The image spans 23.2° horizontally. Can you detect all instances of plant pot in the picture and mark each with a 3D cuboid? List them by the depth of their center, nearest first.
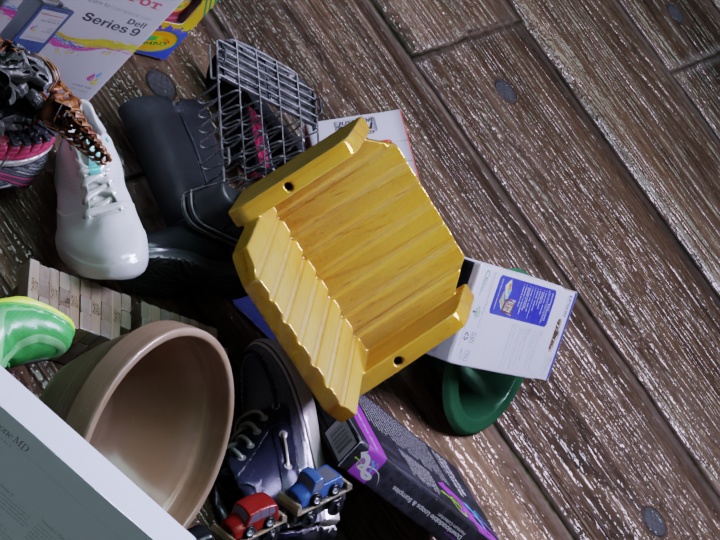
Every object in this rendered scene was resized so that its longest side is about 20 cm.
[{"bbox_3d":[-0.192,0.127,1.368,0.092,0.202,0.201,19,25,27],"label":"plant pot"}]

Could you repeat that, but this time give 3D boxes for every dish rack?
[{"bbox_3d":[-0.095,-0.114,1.638,0.153,0.054,0.201,25,50,-43],"label":"dish rack"}]

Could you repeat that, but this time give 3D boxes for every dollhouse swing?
[{"bbox_3d":[0.000,0.000,1.497,0.200,0.181,0.176,58,-3,-13],"label":"dollhouse swing"}]

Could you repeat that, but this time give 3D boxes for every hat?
[{"bbox_3d":[0.072,0.047,1.801,0.176,0.201,0.166,20,-3,32],"label":"hat"}]

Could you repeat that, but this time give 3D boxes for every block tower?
[{"bbox_3d":[-0.208,0.056,1.483,0.200,0.058,0.054,24,43,-34],"label":"block tower"}]

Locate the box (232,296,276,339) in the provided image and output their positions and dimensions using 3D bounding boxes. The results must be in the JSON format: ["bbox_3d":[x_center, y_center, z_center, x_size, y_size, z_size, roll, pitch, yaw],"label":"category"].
[{"bbox_3d":[-0.040,0.012,1.721,0.121,0.032,0.200,44,37,-9],"label":"box"}]

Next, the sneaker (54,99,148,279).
[{"bbox_3d":[-0.229,-0.072,1.500,0.075,0.089,0.200,-7,38,-18],"label":"sneaker"}]

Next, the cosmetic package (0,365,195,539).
[{"bbox_3d":[-0.241,0.184,1.250,0.200,0.151,0.052,44,19,-10],"label":"cosmetic package"}]

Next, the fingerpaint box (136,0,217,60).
[{"bbox_3d":[-0.228,-0.296,1.674,0.199,0.167,0.074,11,50,-43],"label":"fingerpaint box"}]

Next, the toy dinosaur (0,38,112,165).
[{"bbox_3d":[-0.287,-0.155,1.435,0.199,0.103,0.136,15,18,20],"label":"toy dinosaur"}]

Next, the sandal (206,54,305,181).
[{"bbox_3d":[-0.110,-0.132,1.745,0.045,0.075,0.200,-12,60,-43],"label":"sandal"}]

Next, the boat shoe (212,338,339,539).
[{"bbox_3d":[-0.088,0.149,1.514,0.092,0.075,0.201,2,56,-38],"label":"boat shoe"}]

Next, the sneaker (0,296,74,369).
[{"bbox_3d":[-0.309,0.073,1.349,0.199,0.074,0.084,-9,63,-40],"label":"sneaker"}]

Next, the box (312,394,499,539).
[{"bbox_3d":[0.038,0.178,1.582,0.200,0.036,0.143,39,10,-29],"label":"box"}]

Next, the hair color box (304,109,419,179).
[{"bbox_3d":[0.011,-0.057,1.719,0.101,0.061,0.201,-8,58,-7],"label":"hair color box"}]

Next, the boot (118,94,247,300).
[{"bbox_3d":[-0.181,-0.076,1.614,0.165,0.066,0.201,14,53,-52],"label":"boot"}]

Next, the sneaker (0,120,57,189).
[{"bbox_3d":[-0.346,-0.088,1.453,0.199,0.075,0.081,-8,50,-36],"label":"sneaker"}]

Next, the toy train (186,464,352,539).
[{"bbox_3d":[-0.088,0.203,1.419,0.199,0.046,0.034,-22,34,-33],"label":"toy train"}]

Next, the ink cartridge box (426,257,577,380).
[{"bbox_3d":[0.137,0.049,1.699,0.039,0.100,0.200,19,2,35],"label":"ink cartridge box"}]

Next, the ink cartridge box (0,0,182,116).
[{"bbox_3d":[-0.270,-0.236,1.549,0.145,0.200,0.088,14,49,-39],"label":"ink cartridge box"}]
